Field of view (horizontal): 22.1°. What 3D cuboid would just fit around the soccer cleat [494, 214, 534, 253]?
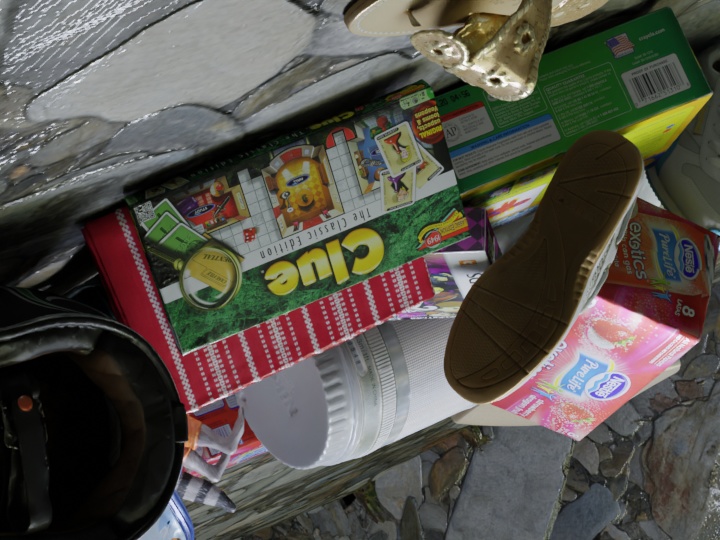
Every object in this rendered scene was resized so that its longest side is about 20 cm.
[{"bbox_3d":[0.136,-0.068,1.410,0.077,0.070,0.200,-12,-161,49],"label":"soccer cleat"}]

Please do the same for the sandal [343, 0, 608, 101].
[{"bbox_3d":[0.085,-0.130,1.020,0.211,0.070,0.077,-15,165,-47],"label":"sandal"}]

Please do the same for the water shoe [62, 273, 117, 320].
[{"bbox_3d":[-0.129,0.018,1.187,0.199,0.072,0.079,-31,-178,23],"label":"water shoe"}]

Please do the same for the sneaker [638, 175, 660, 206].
[{"bbox_3d":[0.203,-0.044,1.506,0.200,0.073,0.085,-48,143,-12],"label":"sneaker"}]

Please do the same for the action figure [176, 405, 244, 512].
[{"bbox_3d":[-0.192,0.142,1.495,0.192,0.106,0.200,2,173,-10],"label":"action figure"}]

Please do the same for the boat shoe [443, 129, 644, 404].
[{"bbox_3d":[0.129,0.003,1.218,0.201,0.071,0.069,-56,160,11],"label":"boat shoe"}]

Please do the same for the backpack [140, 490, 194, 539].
[{"bbox_3d":[-0.209,0.159,1.320,0.154,0.190,0.200,-50,152,-17],"label":"backpack"}]

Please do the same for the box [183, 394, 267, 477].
[{"bbox_3d":[-0.103,0.118,1.719,0.199,0.100,0.095,-18,168,-39],"label":"box"}]

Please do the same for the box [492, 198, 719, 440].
[{"bbox_3d":[0.170,0.035,1.365,0.099,0.096,0.200,23,148,-10],"label":"box"}]

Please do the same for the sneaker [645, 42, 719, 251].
[{"bbox_3d":[0.267,-0.099,1.403,0.076,0.201,0.081,31,129,-25],"label":"sneaker"}]

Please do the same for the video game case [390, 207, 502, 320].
[{"bbox_3d":[0.000,0.000,1.290,0.198,0.036,0.181,-2,164,9],"label":"video game case"}]

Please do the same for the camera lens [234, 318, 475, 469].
[{"bbox_3d":[0.009,0.064,1.542,0.199,0.161,0.160,-20,169,-34],"label":"camera lens"}]

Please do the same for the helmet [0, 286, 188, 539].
[{"bbox_3d":[-0.220,0.101,1.098,0.199,0.202,0.190,-16,-173,-43],"label":"helmet"}]

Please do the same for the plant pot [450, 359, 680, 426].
[{"bbox_3d":[0.167,0.051,1.825,0.176,0.201,0.200,-14,166,-23],"label":"plant pot"}]

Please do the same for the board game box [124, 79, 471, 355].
[{"bbox_3d":[-0.035,-0.033,1.128,0.199,0.105,0.023,-23,-153,-11],"label":"board game box"}]

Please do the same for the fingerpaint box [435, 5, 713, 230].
[{"bbox_3d":[0.123,-0.093,1.290,0.199,0.074,0.167,-22,169,-10],"label":"fingerpaint box"}]

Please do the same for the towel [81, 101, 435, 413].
[{"bbox_3d":[-0.062,-0.005,1.152,0.199,0.146,0.022,-24,-154,-10],"label":"towel"}]
